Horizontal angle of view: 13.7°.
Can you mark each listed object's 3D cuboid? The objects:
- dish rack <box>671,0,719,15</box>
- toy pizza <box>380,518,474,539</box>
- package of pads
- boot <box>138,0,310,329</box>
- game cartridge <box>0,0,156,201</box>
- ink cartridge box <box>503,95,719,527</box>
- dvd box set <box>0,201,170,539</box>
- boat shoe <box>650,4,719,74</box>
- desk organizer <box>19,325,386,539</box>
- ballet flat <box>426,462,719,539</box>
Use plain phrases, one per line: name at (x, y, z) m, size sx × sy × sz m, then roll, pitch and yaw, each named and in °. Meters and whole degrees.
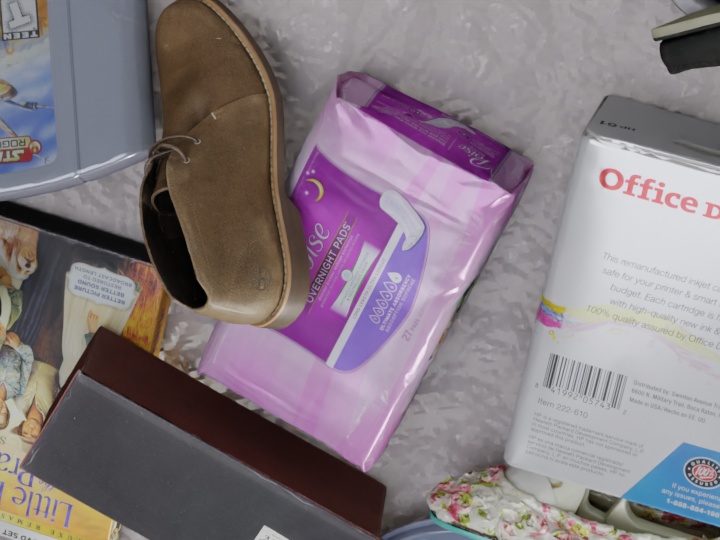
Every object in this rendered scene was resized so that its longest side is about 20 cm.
dish rack at (0.272, -0.180, 1.558) m, size 0.199 × 0.044 × 0.172 m, roll 26°, pitch 114°, yaw 5°
toy pizza at (0.068, 0.233, 1.764) m, size 0.199 × 0.032 × 0.201 m, roll 5°, pitch 111°, yaw 12°
package of pads at (0.000, 0.000, 1.677) m, size 0.120 × 0.076 × 0.200 m, roll 29°, pitch 113°, yaw 4°
boot at (-0.087, -0.065, 1.638) m, size 0.074 × 0.075 × 0.201 m, roll -37°, pitch 60°, yaw 43°
game cartridge at (-0.215, -0.105, 1.682) m, size 0.199 × 0.042 × 0.134 m, roll -5°, pitch 82°, yaw 5°
ink cartridge box at (0.173, 0.021, 1.633) m, size 0.144 × 0.085 × 0.201 m, roll 16°, pitch 113°, yaw 9°
dvd box set at (-0.196, 0.064, 1.778) m, size 0.146 × 0.029 × 0.201 m, roll 18°, pitch 112°, yaw 9°
boat shoe at (0.248, -0.117, 1.523) m, size 0.201 × 0.074 × 0.063 m, roll -6°, pitch 99°, yaw 13°
desk organizer at (-0.086, 0.118, 1.721) m, size 0.200 × 0.077 × 0.072 m, roll 30°, pitch 110°, yaw -7°
ballet flat at (0.139, 0.136, 1.694) m, size 0.199 × 0.076 × 0.064 m, roll 17°, pitch 107°, yaw -1°
